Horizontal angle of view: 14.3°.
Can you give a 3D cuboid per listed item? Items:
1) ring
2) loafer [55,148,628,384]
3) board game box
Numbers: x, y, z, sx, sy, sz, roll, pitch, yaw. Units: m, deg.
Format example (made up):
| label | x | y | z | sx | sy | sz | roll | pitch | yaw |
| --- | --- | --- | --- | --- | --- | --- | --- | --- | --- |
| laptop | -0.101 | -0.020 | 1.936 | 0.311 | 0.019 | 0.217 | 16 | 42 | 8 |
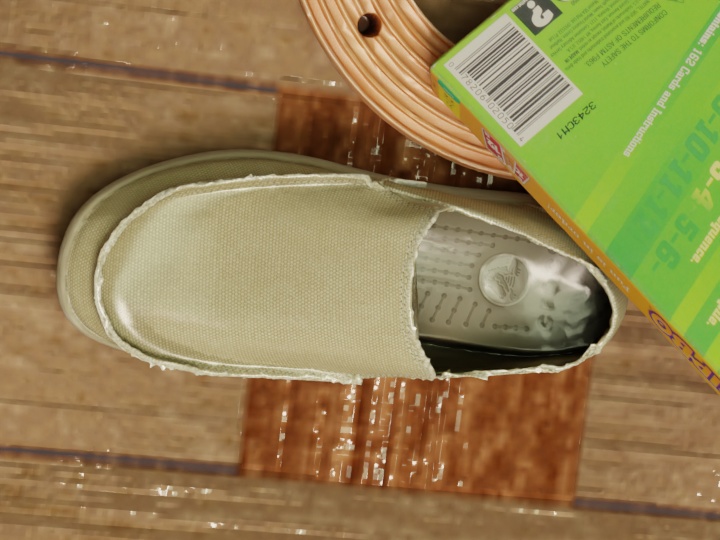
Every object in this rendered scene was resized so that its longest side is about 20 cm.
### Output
| label | x | y | z | sx | sy | sz | roll | pitch | yaw |
| --- | --- | --- | --- | --- | --- | --- | --- | --- | --- |
| ring | 0.068 | -0.130 | 0.984 | 0.200 | 0.019 | 0.201 | -2 | 97 | -14 |
| loafer | 0.000 | 0.000 | 0.959 | 0.200 | 0.068 | 0.076 | -1 | 98 | -14 |
| board game box | 0.124 | -0.023 | 0.942 | 0.096 | 0.030 | 0.200 | -40 | 74 | -8 |
